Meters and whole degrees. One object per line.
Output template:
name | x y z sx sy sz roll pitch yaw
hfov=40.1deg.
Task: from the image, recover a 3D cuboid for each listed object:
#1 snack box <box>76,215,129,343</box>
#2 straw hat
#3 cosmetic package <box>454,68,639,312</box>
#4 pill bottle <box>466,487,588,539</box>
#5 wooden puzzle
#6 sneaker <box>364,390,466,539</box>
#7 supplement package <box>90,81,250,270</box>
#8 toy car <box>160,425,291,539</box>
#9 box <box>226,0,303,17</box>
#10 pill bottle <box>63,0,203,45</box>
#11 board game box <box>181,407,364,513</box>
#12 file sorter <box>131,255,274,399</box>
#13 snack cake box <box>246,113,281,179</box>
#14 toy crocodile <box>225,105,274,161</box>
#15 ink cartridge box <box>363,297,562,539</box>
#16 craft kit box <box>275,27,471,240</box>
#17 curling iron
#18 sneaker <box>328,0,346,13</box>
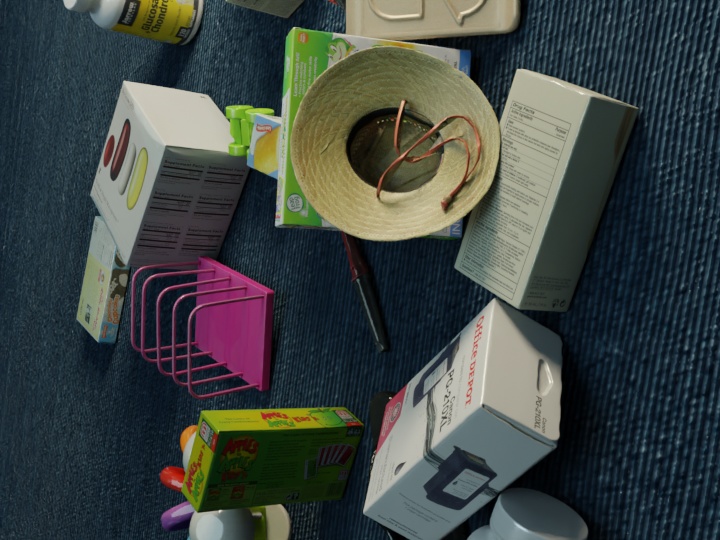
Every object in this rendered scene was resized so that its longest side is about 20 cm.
snack box | -0.456 0.016 1.762 0.116 0.037 0.202 30 110 50
straw hat | 0.036 -0.112 0.967 0.085 0.198 0.204 50 -140 -79
cosmetic package | 0.170 -0.073 0.919 0.105 0.070 0.202 37 116 48
pill bottle | 0.133 0.307 0.897 0.112 0.111 0.202 36 114 48
wooden puzzle | 0.077 -0.339 1.046 0.198 0.046 0.188 1 93 24
sneaker | 0.042 0.217 1.043 0.076 0.090 0.201 -51 48 39
supplement package | -0.285 -0.138 1.462 0.192 0.146 0.201 51 126 42
toy car | -0.182 0.286 1.238 0.148 0.175 0.202 -13 73 16
box | -0.125 -0.462 1.322 0.112 0.101 0.202 -31 62 46
pill bottle | -0.354 -0.425 1.539 0.111 0.198 0.114 -7 81 52
board game box | -0.098 0.215 1.137 0.048 0.198 0.103 33 112 48
file sorter | -0.225 0.076 1.364 0.199 0.124 0.141 23 114 50
snack cake box | -0.034 -0.128 1.158 0.199 0.114 0.068 28 109 51
toy crocodile | -0.135 -0.185 1.318 0.200 0.061 0.068 -152 56 -61
ink cartridge box | 0.097 0.145 0.934 0.200 0.084 0.146 -50 16 38
craft kit box | 0.014 -0.138 1.030 0.048 0.195 0.203 178 96 -72
curling iron | 0.000 0.000 1.165 0.050 0.025 0.202 121 138 -69
sneaker | 0.043 -0.360 1.120 0.200 0.071 0.098 -44 70 28
